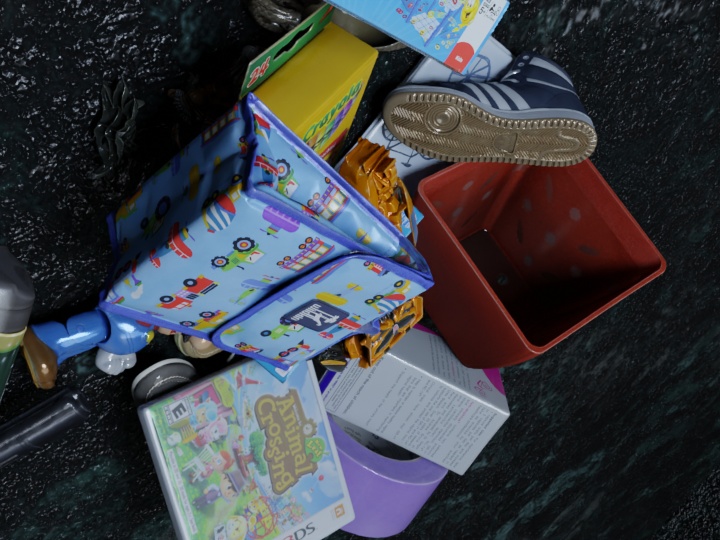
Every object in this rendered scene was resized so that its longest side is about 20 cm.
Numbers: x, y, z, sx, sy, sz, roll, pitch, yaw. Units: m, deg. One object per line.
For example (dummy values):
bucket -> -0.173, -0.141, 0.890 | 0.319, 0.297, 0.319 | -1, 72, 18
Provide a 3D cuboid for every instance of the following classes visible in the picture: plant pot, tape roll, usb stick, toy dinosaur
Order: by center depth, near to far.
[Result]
toy dinosaur -> -0.130, -0.085, 0.746 | 0.136, 0.102, 0.201 | -4, 111, -63
usb stick -> -0.323, 0.160, 0.808 | 0.199, 0.033, 0.055 | -30, 172, -10
plant pot -> 0.158, -0.006, 1.004 | 0.199, 0.200, 0.176 | -28, 166, -27
tape roll -> -0.003, 0.196, 1.069 | 0.199, 0.200, 0.085 | 7, 124, -47

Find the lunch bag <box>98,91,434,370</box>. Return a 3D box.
lunch bag -> -0.057, -0.003, 0.675 | 0.150, 0.094, 0.200 | -34, 133, 27

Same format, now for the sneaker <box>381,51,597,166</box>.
sneaker -> 0.117, -0.159, 0.891 | 0.199, 0.109, 0.070 | 7, 135, -7

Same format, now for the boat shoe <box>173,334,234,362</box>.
boat shoe -> -0.089, 0.026, 0.922 | 0.200, 0.063, 0.073 | -36, 145, -8

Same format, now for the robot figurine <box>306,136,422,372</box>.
robot figurine -> 0.000, 0.000, 0.785 | 0.145, 0.058, 0.201 | -43, 139, -25

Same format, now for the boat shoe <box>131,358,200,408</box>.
boat shoe -> -0.175, 0.145, 0.935 | 0.067, 0.057, 0.200 | -32, 159, -16

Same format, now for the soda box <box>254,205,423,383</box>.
soda box -> -0.035, 0.002, 0.871 | 0.064, 0.068, 0.200 | 43, 83, -16

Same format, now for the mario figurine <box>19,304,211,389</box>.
mario figurine -> -0.185, 0.055, 0.815 | 0.199, 0.123, 0.106 | -23, 121, -17

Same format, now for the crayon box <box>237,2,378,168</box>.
crayon box -> -0.054, -0.102, 0.729 | 0.127, 0.051, 0.200 | -51, 171, -38

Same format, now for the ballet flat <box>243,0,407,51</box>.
ballet flat -> -0.004, -0.206, 0.768 | 0.199, 0.046, 0.068 | -3, 131, -42

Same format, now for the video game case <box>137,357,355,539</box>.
video game case -> -0.102, 0.188, 0.904 | 0.181, 0.022, 0.201 | -22, 103, -35

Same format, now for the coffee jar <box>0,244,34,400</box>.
coffee jar -> -0.308, 0.077, 0.700 | 0.085, 0.104, 0.201 | 15, 104, -30

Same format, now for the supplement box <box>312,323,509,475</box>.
supplement box -> 0.052, 0.123, 1.045 | 0.199, 0.101, 0.104 | 27, 114, -12

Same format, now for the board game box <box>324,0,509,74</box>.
board game box -> -0.033, -0.220, 0.591 | 0.195, 0.200, 0.056 | 12, 118, -50

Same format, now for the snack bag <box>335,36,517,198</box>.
snack bag -> 0.083, -0.141, 0.947 | 0.200, 0.021, 0.188 | -50, 144, 16
